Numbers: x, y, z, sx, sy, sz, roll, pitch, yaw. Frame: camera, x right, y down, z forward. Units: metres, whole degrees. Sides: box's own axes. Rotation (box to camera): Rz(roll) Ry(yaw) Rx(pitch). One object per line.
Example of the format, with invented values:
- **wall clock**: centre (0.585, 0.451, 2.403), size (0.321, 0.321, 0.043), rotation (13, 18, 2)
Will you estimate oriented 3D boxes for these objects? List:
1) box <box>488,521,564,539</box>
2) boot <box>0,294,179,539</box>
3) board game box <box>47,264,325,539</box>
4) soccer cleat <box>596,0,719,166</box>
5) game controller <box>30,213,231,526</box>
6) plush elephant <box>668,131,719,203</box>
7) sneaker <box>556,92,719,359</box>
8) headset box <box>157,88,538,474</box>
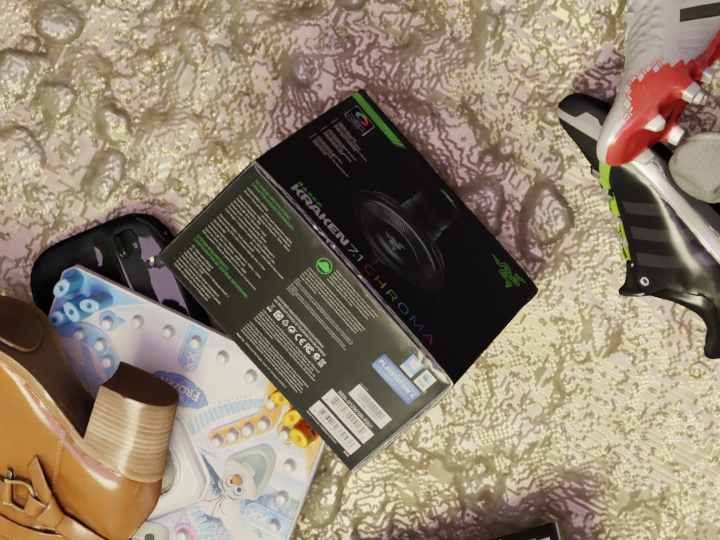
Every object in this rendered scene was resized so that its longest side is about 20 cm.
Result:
- **box**: centre (0.044, 0.231, 1.569), size (0.200, 0.035, 0.110), rotation (-16, 129, 8)
- **boot**: centre (-0.219, 0.109, 1.556), size (0.200, 0.074, 0.155), rotation (28, 114, 15)
- **board game box**: centre (-0.134, 0.126, 1.579), size (0.200, 0.026, 0.200), rotation (25, 108, 13)
- **soccer cleat**: centre (0.183, -0.144, 1.494), size (0.085, 0.069, 0.200), rotation (32, 66, 13)
- **game controller**: centre (-0.139, 0.067, 1.605), size (0.104, 0.042, 0.200), rotation (-21, 93, 23)
- **plush elephant**: centre (0.282, -0.069, 1.481), size (0.155, 0.200, 0.165), rotation (-38, 98, 27)
- **sneaker**: centre (0.181, -0.021, 1.535), size (0.200, 0.072, 0.083), rotation (46, 102, 1)
- **headset box**: centre (0.000, 0.000, 1.500), size (0.093, 0.200, 0.174), rotation (-42, 89, 25)
